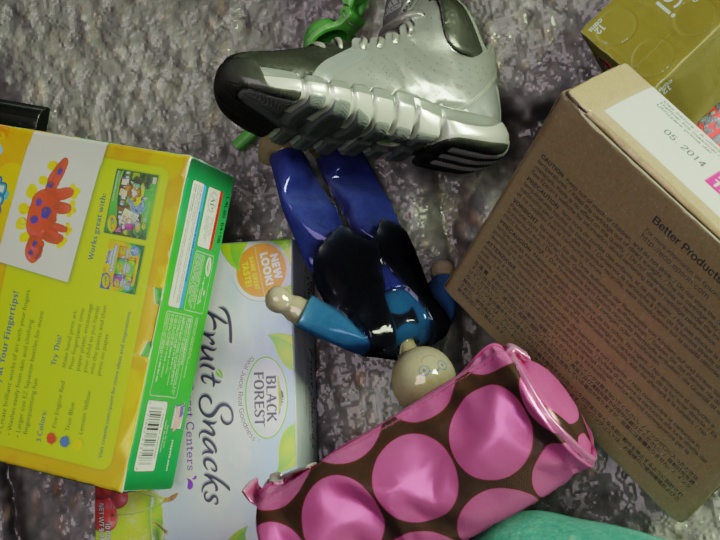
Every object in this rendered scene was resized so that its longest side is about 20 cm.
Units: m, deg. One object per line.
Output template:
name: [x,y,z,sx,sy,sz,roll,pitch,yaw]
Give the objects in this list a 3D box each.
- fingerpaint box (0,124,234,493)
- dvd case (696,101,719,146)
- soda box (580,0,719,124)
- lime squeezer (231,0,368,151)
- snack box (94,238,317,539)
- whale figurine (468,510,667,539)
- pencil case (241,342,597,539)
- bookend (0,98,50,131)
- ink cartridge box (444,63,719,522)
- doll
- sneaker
fingerpaint box: [-0.182,0.021,0.893,0.165,0.073,0.203,9,86,20]
dvd case: [0.234,-0.060,0.867,0.199,0.022,0.147,-33,77,11]
soda box: [0.229,-0.176,0.842,0.200,0.064,0.068,-44,55,4]
lime squeezer: [-0.030,-0.171,0.940,0.070,0.038,0.203,16,90,16]
snack box: [-0.100,0.087,0.926,0.140,0.053,0.203,-4,83,14]
whale figurine: [0.134,0.178,0.805,0.198,0.158,0.105,-24,67,30]
pencil case: [0.032,0.117,0.814,0.199,0.091,0.094,-33,84,14]
bookend: [-0.301,-0.031,0.917,0.091,0.200,0.202,10,88,15]
ink cartridge box: [0.165,0.013,0.807,0.200,0.075,0.166,46,133,16]
doll: [0.000,0.000,0.881,0.202,0.135,0.049,63,145,20]
sneaker: [0.002,-0.133,0.878,0.075,0.198,0.117,-22,62,56]
